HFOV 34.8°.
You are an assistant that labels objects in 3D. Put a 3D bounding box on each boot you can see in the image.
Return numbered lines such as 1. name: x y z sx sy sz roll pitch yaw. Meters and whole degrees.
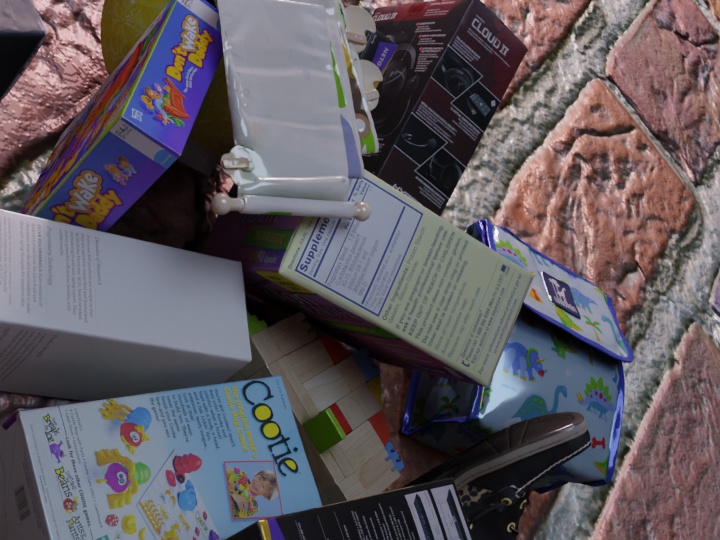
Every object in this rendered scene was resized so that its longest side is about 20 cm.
1. boot: 0.116 0.214 0.899 0.152 0.199 0.073 60 7 0

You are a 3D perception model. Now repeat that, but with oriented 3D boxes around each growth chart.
1. growth chart: -0.042 -0.126 0.783 0.143 0.018 0.203 8 69 -37

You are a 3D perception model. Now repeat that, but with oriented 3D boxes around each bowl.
1. bowl: -0.132 -0.142 0.929 0.199 0.200 0.109 27 90 -26

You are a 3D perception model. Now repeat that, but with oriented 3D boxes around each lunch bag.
1. lunch bag: 0.148 0.075 1.026 0.169 0.127 0.202 28 61 -27

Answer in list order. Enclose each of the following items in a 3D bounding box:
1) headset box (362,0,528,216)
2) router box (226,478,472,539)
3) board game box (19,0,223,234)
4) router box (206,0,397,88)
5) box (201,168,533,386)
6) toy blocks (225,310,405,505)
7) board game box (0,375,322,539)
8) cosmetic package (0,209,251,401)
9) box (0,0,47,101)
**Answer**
1. headset box: 0.040 -0.141 0.975 0.077 0.148 0.201 36 77 -31
2. router box: -0.049 0.198 0.726 0.156 0.200 0.053 -3 66 -43
3. board game box: -0.173 -0.088 0.806 0.045 0.200 0.135 33 46 -21
4. router box: -0.086 -0.208 0.918 0.156 0.199 0.053 28 91 -36
5. box: 0.000 0.000 0.909 0.199 0.175 0.098 30 79 -25
6. toy blocks: -0.028 0.109 0.905 0.201 0.100 0.136 58 31 4
7. board game box: -0.141 0.145 0.758 0.198 0.103 0.106 -3 66 -42
8. cosmetic package: -0.185 0.034 0.788 0.198 0.107 0.086 13 55 -38
9. box: -0.343 -0.197 0.794 0.199 0.104 0.149 -8 69 -45
